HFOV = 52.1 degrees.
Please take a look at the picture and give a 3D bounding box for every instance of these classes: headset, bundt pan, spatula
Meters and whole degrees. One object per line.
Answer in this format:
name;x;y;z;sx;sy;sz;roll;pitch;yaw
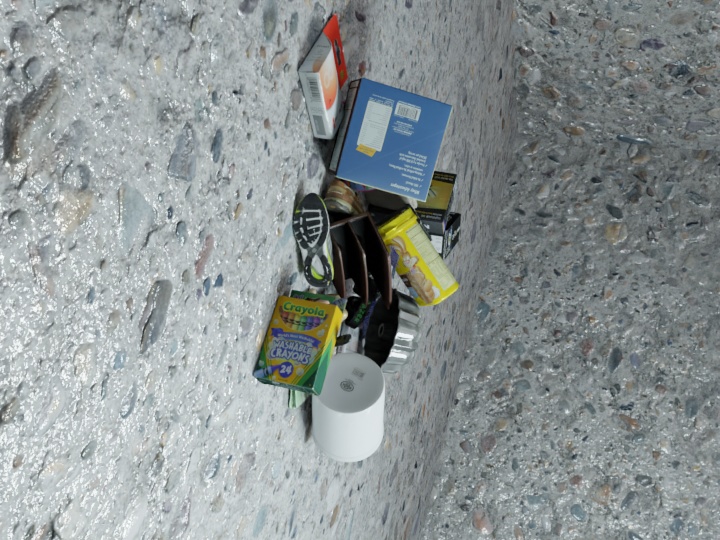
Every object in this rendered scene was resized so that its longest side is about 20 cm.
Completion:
headset;0.013;0.075;1.781;0.124;0.094;0.200;-60;-170;13
bundt pan;0.080;0.144;1.685;0.202;0.075;0.203;-164;-90;-73
spatula;-0.067;0.154;1.478;0.200;0.020;0.057;-32;-142;59

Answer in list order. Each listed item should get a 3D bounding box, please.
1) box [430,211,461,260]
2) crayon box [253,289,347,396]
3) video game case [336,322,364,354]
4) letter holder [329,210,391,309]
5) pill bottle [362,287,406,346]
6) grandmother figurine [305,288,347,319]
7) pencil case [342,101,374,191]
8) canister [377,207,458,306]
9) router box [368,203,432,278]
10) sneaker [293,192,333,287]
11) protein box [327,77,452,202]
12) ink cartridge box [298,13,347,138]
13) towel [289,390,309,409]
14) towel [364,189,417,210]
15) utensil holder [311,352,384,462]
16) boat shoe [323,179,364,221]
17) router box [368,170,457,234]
box;0.155;-0.107;1.989;0.164;0.199;0.087;-43;139;-61
crayon box;-0.114;0.128;1.418;0.052;0.125;0.201;60;42;-61
video game case;-0.026;0.236;1.897;0.200;0.023;0.183;38;62;-70
letter holder;0.000;0.000;1.599;0.201;0.100;0.143;87;-19;-53
pill bottle;0.064;0.156;1.903;0.120;0.119;0.201;61;28;-62
grandmother figurine;-0.092;0.100;1.567;0.122;0.060;0.200;57;22;9
pencil case;0.001;-0.279;1.641;0.088;0.088;0.201;-46;139;-60
canister;0.118;-0.025;1.610;0.086;0.201;0.148;-35;-176;-14
router box;0.063;-0.065;1.766;0.062;0.199;0.150;60;7;19
sneaker;-0.093;-0.068;1.502;0.081;0.073;0.201;-87;176;-60
protein box;0.056;-0.269;1.525;0.135;0.197;0.201;-132;-124;-75
ink cartridge box;-0.053;-0.388;1.474;0.163;0.050;0.201;77;31;-49
towel;-0.109;0.198;1.632;0.200;0.023;0.154;-42;137;-60
towel;0.063;-0.211;1.773;0.200;0.132;0.035;68;40;-58
utensil holder;-0.028;0.305;1.642;0.201;0.169;0.170;92;18;-49
boat shoe;-0.025;-0.144;1.637;0.200;0.075;0.074;44;53;-70
router box;0.136;-0.186;1.895;0.052;0.199;0.158;73;31;-59
